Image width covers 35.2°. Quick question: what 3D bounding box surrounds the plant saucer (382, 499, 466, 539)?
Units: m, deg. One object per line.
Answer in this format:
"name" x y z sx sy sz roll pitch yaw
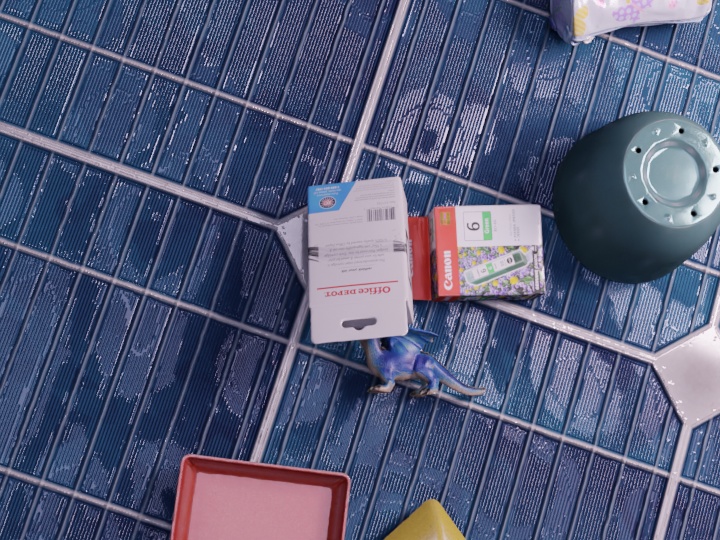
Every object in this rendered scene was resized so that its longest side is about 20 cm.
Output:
"plant saucer" 0.075 0.400 1.281 0.199 0.048 0.201 -38 93 -17

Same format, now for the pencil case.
"pencil case" 0.338 -0.342 1.417 0.196 0.083 0.092 -12 67 -9

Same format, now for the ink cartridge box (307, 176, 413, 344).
"ink cartridge box" 0.000 0.000 1.303 0.114 0.068 0.203 -6 62 7

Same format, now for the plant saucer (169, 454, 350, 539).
"plant saucer" -0.120 0.323 1.298 0.196 0.037 0.203 7 81 -4

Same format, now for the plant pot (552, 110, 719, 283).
"plant pot" 0.344 -0.098 1.349 0.197 0.161 0.205 1 81 -5

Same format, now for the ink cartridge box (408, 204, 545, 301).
"ink cartridge box" 0.120 -0.020 1.368 0.196 0.050 0.111 -1 81 -7

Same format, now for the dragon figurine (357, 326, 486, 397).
"dragon figurine" 0.059 0.097 1.340 0.196 0.059 0.101 5 81 -4
